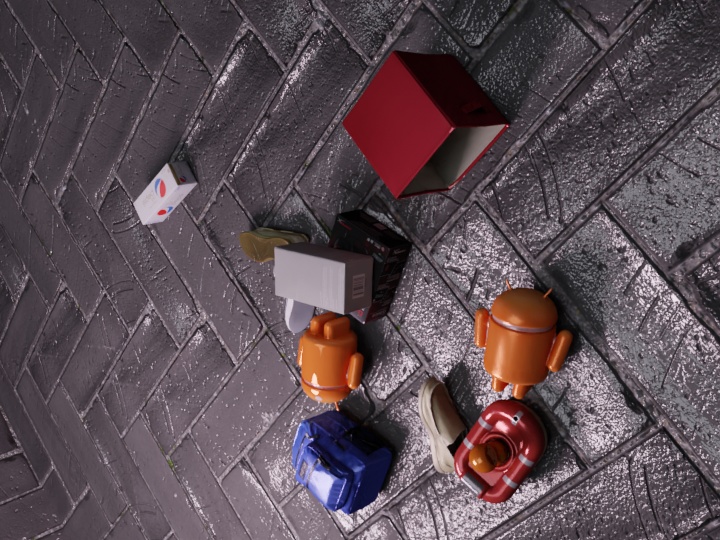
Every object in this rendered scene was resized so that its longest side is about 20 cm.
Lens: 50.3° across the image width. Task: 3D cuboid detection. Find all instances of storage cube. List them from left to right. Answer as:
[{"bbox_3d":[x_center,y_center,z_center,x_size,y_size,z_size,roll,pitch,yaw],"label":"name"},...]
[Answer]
[{"bbox_3d":[0.112,-0.255,1.328,0.180,0.171,0.200,55,130,18],"label":"storage cube"}]

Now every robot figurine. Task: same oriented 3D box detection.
[{"bbox_3d":[-0.066,0.193,1.622,0.144,0.117,0.200,4,107,1],"label":"robot figurine"},{"bbox_3d":[0.276,0.116,1.315,0.144,0.116,0.200,-139,50,-60],"label":"robot figurine"}]

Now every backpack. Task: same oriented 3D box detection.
[{"bbox_3d":[-0.059,0.401,1.648,0.200,0.168,0.163,36,116,34],"label":"backpack"}]

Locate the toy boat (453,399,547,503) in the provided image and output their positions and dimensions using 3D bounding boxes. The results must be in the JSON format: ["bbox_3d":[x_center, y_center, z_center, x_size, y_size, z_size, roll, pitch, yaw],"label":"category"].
[{"bbox_3d":[0.240,0.328,1.377,0.130,0.131,0.200,39,110,27],"label":"toy boat"}]

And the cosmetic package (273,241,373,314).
[{"bbox_3d":[-0.077,0.011,1.517,0.200,0.090,0.107,17,111,42],"label":"cosmetic package"}]

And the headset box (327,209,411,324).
[{"bbox_3d":[0.000,0.000,1.553,0.149,0.075,0.200,36,122,30],"label":"headset box"}]

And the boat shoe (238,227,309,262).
[{"bbox_3d":[-0.200,-0.063,1.734,0.200,0.063,0.073,2,114,48],"label":"boat shoe"}]

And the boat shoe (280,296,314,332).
[{"bbox_3d":[-0.149,0.047,1.684,0.066,0.070,0.200,44,149,39],"label":"boat shoe"}]

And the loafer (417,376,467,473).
[{"bbox_3d":[0.168,0.300,1.488,0.068,0.076,0.200,-4,107,40],"label":"loafer"}]

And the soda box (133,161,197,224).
[{"bbox_3d":[-0.498,-0.196,1.950,0.200,0.064,0.068,-36,77,40],"label":"soda box"}]
